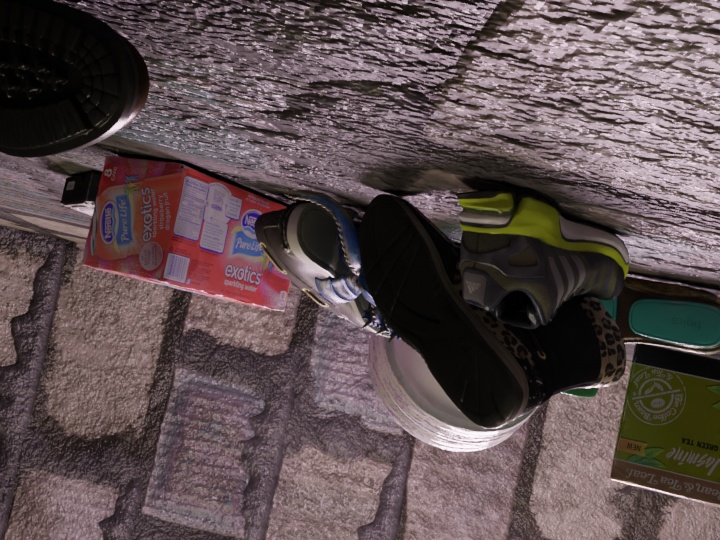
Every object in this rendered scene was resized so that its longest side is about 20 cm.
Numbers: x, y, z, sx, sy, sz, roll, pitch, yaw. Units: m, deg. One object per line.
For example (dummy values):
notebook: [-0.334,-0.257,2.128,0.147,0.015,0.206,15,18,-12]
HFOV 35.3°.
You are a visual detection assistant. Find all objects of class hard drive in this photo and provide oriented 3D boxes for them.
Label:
hard drive: [-0.220,-0.064,1.254,0.198,0.038,0.139,14,176,-27]

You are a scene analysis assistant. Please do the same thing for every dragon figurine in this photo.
dragon figurine: [0.000,0.000,0.989,0.058,0.100,0.200,10,169,32]

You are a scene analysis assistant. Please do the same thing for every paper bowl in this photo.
paper bowl: [0.116,0.088,1.244,0.199,0.202,0.105,13,146,-12]

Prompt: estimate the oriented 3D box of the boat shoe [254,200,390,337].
boat shoe: [-0.024,0.000,1.075,0.060,0.072,0.201,0,149,35]

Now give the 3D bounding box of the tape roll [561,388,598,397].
tape roll: [0.141,0.062,1.095,0.199,0.049,0.200,20,-175,-2]

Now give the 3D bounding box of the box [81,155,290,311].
box: [-0.148,-0.031,1.040,0.094,0.104,0.200,10,177,29]

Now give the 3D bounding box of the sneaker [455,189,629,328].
sneaker: [0.123,0.002,0.791,0.073,0.082,0.199,9,175,41]

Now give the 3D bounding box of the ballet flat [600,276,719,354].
ballet flat: [0.243,0.034,1.035,0.198,0.071,0.071,11,176,24]

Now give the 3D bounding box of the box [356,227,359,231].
box: [0.024,-0.019,1.168,0.198,0.033,0.121,10,175,18]

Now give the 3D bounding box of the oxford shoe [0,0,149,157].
oxford shoe: [-0.154,-0.094,0.542,0.199,0.073,0.084,11,-167,44]

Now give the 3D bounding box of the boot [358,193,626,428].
boot: [0.100,0.023,0.864,0.153,0.074,0.204,-6,-129,-41]

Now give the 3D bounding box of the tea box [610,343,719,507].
tea box: [0.384,0.150,1.211,0.198,0.199,0.134,11,176,15]
